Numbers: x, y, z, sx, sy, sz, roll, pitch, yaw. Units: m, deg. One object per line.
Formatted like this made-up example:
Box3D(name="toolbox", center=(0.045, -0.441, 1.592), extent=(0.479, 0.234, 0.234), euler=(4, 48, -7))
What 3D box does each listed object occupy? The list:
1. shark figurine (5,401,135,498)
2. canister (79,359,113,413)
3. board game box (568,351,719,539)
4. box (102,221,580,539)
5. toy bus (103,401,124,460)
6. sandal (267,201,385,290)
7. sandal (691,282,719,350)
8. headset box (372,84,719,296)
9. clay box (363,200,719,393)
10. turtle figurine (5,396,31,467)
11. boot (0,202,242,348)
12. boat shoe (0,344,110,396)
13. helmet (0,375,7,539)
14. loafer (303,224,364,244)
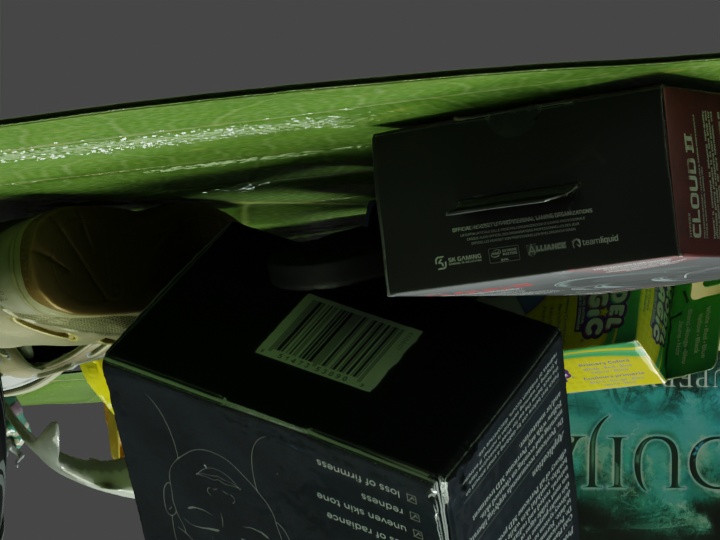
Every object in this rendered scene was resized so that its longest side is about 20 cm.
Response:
Box3D(name="shark figurine", center=(-0.116, 0.100, 1.721), extent=(0.213, 0.129, 0.090), euler=(-10, -140, -11))
Box3D(name="canister", center=(-0.060, 0.055, 1.789), extent=(0.199, 0.087, 0.149), euler=(-10, 135, 32))
Box3D(name="board game box", center=(0.158, 0.104, 1.619), extent=(0.199, 0.136, 0.028), euler=(0, 178, -8))
Box3D(name="box", center=(-0.004, 0.108, 1.397), extent=(0.199, 0.197, 0.124), euler=(18, -134, 28))
Box3D(name="toy bus", center=(-0.121, 0.080, 2.168), extent=(0.199, 0.137, 0.192), euler=(-1, -170, -25))
Box3D(name="sandal", center=(0.038, -0.027, 1.366), extent=(0.199, 0.045, 0.075), euler=(-12, -171, -42))
Box3D(name="sandal", center=(0.201, 0.020, 1.450), extent=(0.211, 0.078, 0.070), euler=(-4, -159, 22))
Box3D(name="headset box", center=(0.111, -0.032, 1.242), extent=(0.148, 0.078, 0.200), euler=(-8, 176, 33))
Box3D(name="clay box", center=(0.092, 0.007, 1.454), extent=(0.199, 0.115, 0.048), euler=(-9, 143, 28))
Box3D(name="turtle figurine", center=(-0.320, 0.093, 2.147), extent=(0.149, 0.101, 0.200), euler=(13, -177, -27))
Box3D(name="boot", center=(-0.155, 0.010, 1.461), extent=(0.155, 0.073, 0.200), euler=(-9, 172, 36))
Box3D(name="boat shoe", center=(-0.198, 0.030, 1.721), extent=(0.199, 0.075, 0.068), euler=(-18, 166, 28))
Box3D(name="helmet", center=(-0.264, 0.066, 1.315), extent=(0.199, 0.192, 0.200), euler=(-13, -157, 6))
Box3D(name="loafer", center=(0.000, 0.000, 1.648), extent=(0.199, 0.072, 0.063), euler=(-10, -158, 18))
